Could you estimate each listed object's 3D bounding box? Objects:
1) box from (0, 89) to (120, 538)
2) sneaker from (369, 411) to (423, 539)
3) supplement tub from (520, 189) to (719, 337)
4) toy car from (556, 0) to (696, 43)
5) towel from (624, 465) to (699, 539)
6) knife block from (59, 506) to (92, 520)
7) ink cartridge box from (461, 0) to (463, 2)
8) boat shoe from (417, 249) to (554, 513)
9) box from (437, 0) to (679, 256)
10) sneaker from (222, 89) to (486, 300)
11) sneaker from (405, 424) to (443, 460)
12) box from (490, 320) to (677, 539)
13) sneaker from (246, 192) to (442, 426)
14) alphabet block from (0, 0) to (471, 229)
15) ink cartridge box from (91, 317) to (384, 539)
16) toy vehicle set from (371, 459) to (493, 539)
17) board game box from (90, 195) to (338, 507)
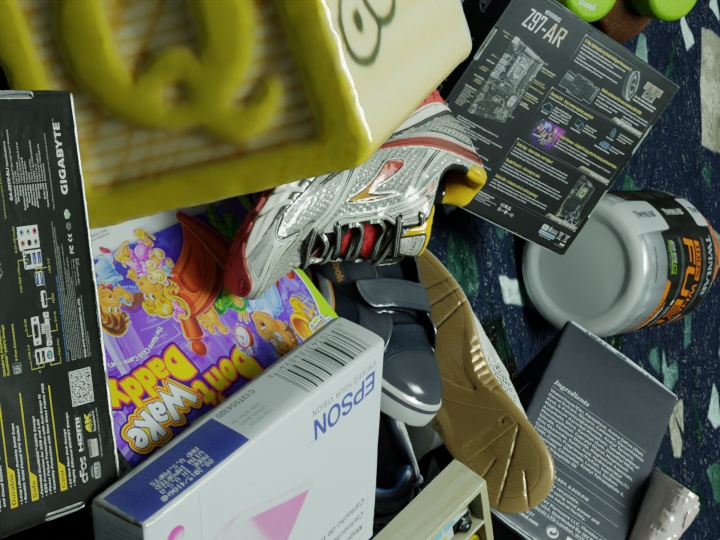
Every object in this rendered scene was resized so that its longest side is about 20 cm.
[{"bbox_3d":[-0.183,0.021,0.724,0.159,0.049,0.203,-13,97,-58],"label":"box"},{"bbox_3d":[0.003,0.148,1.039,0.076,0.085,0.203,-17,102,-18],"label":"sneaker"},{"bbox_3d":[0.235,-0.009,1.410,0.199,0.121,0.124,-7,89,-56],"label":"supplement tub"},{"bbox_3d":[0.167,-0.165,1.308,0.156,0.164,0.203,-5,107,-28],"label":"toy car"},{"bbox_3d":[0.165,0.230,1.167,0.201,0.032,0.191,-57,-179,1],"label":"towel"},{"bbox_3d":[-0.098,0.100,0.939,0.175,0.063,0.203,34,56,-49],"label":"knife block"},{"bbox_3d":[0.054,-0.187,1.222,0.116,0.066,0.202,-30,109,-54],"label":"ink cartridge box"},{"bbox_3d":[0.060,0.071,1.060,0.201,0.070,0.069,61,3,13],"label":"boat shoe"},{"bbox_3d":[0.124,-0.113,1.184,0.199,0.044,0.161,21,108,-42],"label":"box"},{"bbox_3d":[0.001,-0.038,0.934,0.199,0.078,0.082,-36,79,-35],"label":"sneaker"},{"bbox_3d":[0.008,0.045,1.104,0.082,0.073,0.202,-34,110,-48],"label":"sneaker"},{"bbox_3d":[0.129,0.162,1.170,0.104,0.148,0.201,34,47,-1],"label":"box"},{"bbox_3d":[0.000,0.000,1.003,0.078,0.080,0.201,9,40,-55],"label":"sneaker"},{"bbox_3d":[-0.073,-0.158,0.887,0.197,0.194,0.200,70,26,-15],"label":"alphabet block"},{"bbox_3d":[-0.060,0.155,0.871,0.196,0.043,0.202,-37,138,-43],"label":"ink cartridge box"},{"bbox_3d":[0.007,0.222,0.993,0.200,0.026,0.125,-42,145,-22],"label":"toy vehicle set"},{"bbox_3d":[-0.106,0.035,0.894,0.135,0.045,0.199,51,38,8],"label":"board game box"}]
